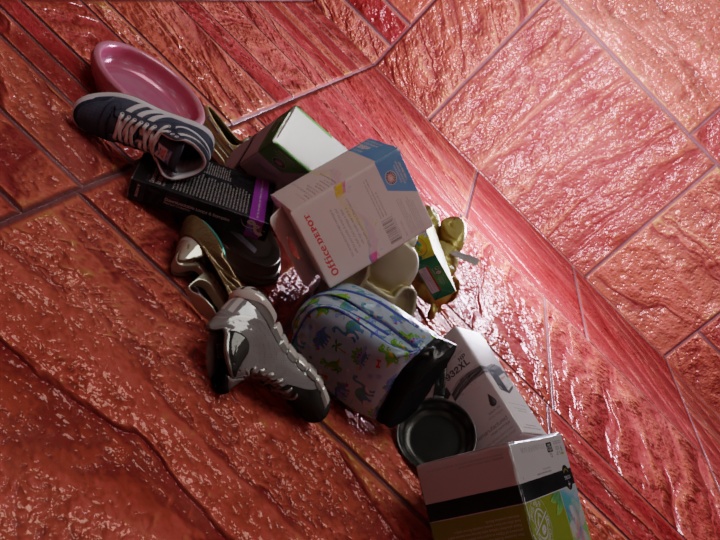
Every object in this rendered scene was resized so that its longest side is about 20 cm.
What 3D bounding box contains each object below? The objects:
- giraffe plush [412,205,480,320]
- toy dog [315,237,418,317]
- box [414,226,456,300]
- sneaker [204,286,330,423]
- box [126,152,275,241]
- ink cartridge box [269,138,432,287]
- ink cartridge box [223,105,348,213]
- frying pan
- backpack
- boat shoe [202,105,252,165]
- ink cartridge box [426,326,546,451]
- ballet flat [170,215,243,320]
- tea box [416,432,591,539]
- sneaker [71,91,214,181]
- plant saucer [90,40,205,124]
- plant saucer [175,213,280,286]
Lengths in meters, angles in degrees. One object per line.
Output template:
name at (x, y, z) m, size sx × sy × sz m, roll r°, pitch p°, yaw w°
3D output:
giraffe plush at (0.141, -0.004, 1.634) m, size 0.172 × 0.162 × 0.200 m, roll -31°, pitch 53°, yaw -28°
toy dog at (0.000, 0.000, 1.313) m, size 0.139 × 0.194 × 0.200 m, roll 23°, pitch -6°, yaw -20°
box at (0.110, -0.058, 1.487) m, size 0.117 × 0.048 × 0.200 m, roll 56°, pitch 17°, yaw -45°
sneaker at (-0.124, 0.128, 0.995) m, size 0.200 × 0.075 × 0.116 m, roll 58°, pitch 45°, yaw -15°
box at (-0.223, -0.116, 1.193) m, size 0.200 × 0.036 × 0.143 m, roll 20°, pitch 27°, yaw -13°
ink cartridge box at (-0.026, -0.080, 1.183) m, size 0.129 × 0.200 × 0.125 m, roll 64°, pitch -9°, yaw -23°
ink cartridge box at (-0.118, -0.154, 1.316) m, size 0.146 × 0.200 × 0.084 m, roll 39°, pitch 59°, yaw -23°
frying pan at (0.098, 0.207, 1.213) m, size 0.031 × 0.115 × 0.190 m, roll 91°, pitch -16°, yaw -55°
backpack at (0.001, 0.106, 1.142) m, size 0.200 × 0.163 × 0.154 m, roll 46°, pitch 34°, yaw 22°
boat shoe at (-0.206, -0.198, 1.414) m, size 0.200 × 0.076 × 0.072 m, roll 42°, pitch 20°, yaw -13°
ink cartridge box at (0.162, 0.209, 1.266) m, size 0.084 × 0.145 × 0.200 m, roll 20°, pitch 32°, yaw -49°
ballet flat at (-0.200, 0.010, 1.071) m, size 0.072 × 0.068 × 0.200 m, roll -13°, pitch 63°, yaw -46°
tea box at (0.191, 0.320, 1.050) m, size 0.200 × 0.133 × 0.197 m, roll 9°, pitch 64°, yaw -58°
sneaker at (-0.298, -0.184, 1.142) m, size 0.200 × 0.070 × 0.109 m, roll 14°, pitch 27°, yaw -18°
plant saucer at (-0.344, -0.282, 1.326) m, size 0.200 × 0.051 × 0.201 m, roll 36°, pitch 24°, yaw -18°
plant saucer at (-0.192, -0.060, 1.251) m, size 0.200 × 0.029 × 0.200 m, roll 40°, pitch 21°, yaw -19°
